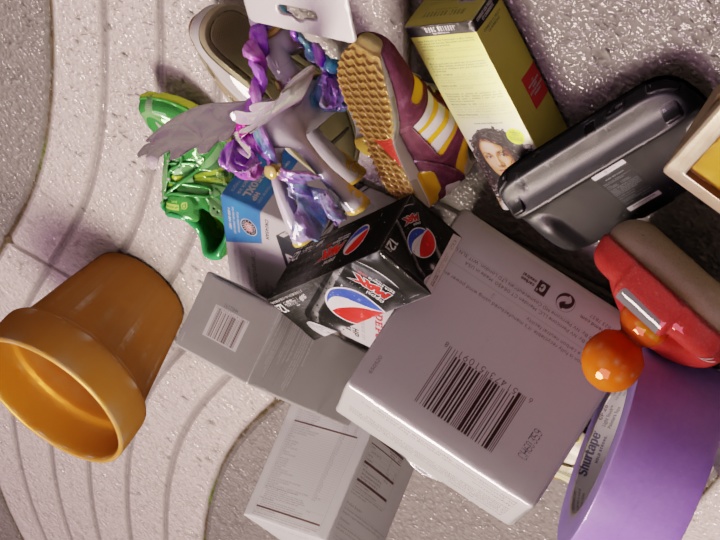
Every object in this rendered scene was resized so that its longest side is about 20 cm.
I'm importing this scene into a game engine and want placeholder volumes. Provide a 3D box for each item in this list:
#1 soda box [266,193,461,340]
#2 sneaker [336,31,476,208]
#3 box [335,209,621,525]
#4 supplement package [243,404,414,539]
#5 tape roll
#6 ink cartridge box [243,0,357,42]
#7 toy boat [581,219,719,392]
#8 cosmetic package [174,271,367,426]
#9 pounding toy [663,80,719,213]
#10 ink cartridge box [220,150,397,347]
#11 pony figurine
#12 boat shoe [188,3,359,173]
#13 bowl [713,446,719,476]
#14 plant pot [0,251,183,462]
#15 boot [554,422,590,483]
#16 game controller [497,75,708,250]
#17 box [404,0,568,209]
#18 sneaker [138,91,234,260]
[{"bbox_3d":[0.000,0.000,1.588,0.063,0.071,0.200,40,150,-17],"label":"soda box"},{"bbox_3d":[0.045,-0.140,1.511,0.075,0.090,0.200,39,160,36],"label":"sneaker"},{"bbox_3d":[0.114,0.090,1.612,0.198,0.200,0.131,33,165,4],"label":"box"},{"bbox_3d":[-0.016,0.196,1.880,0.113,0.201,0.110,13,161,34],"label":"supplement package"},{"bbox_3d":[0.250,0.169,1.594,0.085,0.201,0.200,21,147,0],"label":"tape roll"},{"bbox_3d":[-0.048,-0.288,1.413,0.115,0.067,0.201,16,138,29],"label":"ink cartridge box"},{"bbox_3d":[0.234,0.045,1.472,0.130,0.131,0.200,44,-174,15],"label":"toy boat"},{"bbox_3d":[-0.079,0.081,1.778,0.106,0.091,0.200,24,179,32],"label":"cosmetic package"},{"bbox_3d":[0.326,-0.063,1.285,0.184,0.142,0.200,36,148,1],"label":"pounding toy"},{"bbox_3d":[-0.028,-0.019,1.741,0.199,0.084,0.145,24,147,18],"label":"ink cartridge box"},{"bbox_3d":[-0.070,-0.125,1.527,0.166,0.193,0.201,-13,118,39],"label":"pony figurine"},{"bbox_3d":[-0.077,-0.165,1.623,0.200,0.075,0.068,49,166,-23],"label":"boat shoe"},{"bbox_3d":[0.407,0.175,1.583,0.200,0.075,0.200,43,146,-11],"label":"bowl"},{"bbox_3d":[-0.304,0.086,2.051,0.199,0.184,0.201,24,146,18],"label":"plant pot"},{"bbox_3d":[0.206,0.138,1.736,0.199,0.072,0.155,10,137,37],"label":"boot"},{"bbox_3d":[0.205,-0.082,1.433,0.104,0.042,0.200,30,137,-30],"label":"game controller"},{"bbox_3d":[0.116,-0.139,1.479,0.075,0.050,0.200,0,133,43],"label":"box"},{"bbox_3d":[-0.163,-0.092,1.778,0.074,0.084,0.200,5,136,41],"label":"sneaker"}]
